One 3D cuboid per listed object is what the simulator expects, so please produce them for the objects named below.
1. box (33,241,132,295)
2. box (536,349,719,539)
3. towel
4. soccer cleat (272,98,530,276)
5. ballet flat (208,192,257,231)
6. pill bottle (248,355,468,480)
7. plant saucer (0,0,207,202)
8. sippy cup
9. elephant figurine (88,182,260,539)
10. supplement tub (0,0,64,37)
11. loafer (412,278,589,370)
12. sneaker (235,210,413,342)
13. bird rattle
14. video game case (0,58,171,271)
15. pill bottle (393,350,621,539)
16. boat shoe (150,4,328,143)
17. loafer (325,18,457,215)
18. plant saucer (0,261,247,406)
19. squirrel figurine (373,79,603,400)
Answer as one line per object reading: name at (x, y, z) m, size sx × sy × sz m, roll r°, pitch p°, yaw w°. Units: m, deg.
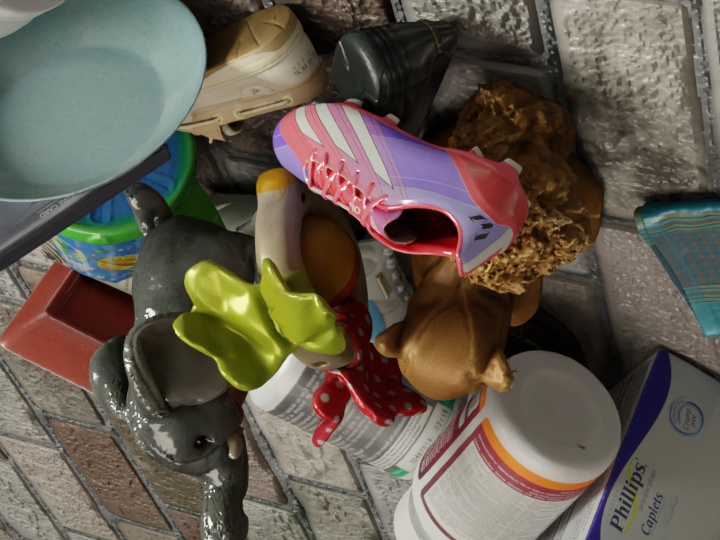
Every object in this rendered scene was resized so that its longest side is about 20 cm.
box at (-0.256, -0.058, 1.498) m, size 0.200 × 0.068 × 0.082 m, roll 22°, pitch 152°, yaw 4°
box at (0.208, 0.190, 1.429) m, size 0.105 × 0.184 × 0.200 m, roll 29°, pitch 151°, yaw -4°
towel at (0.296, 0.001, 1.222) m, size 0.200 × 0.022 × 0.147 m, roll 1°, pitch 143°, yaw 36°
soccer cleat at (0.012, -0.052, 1.117) m, size 0.200 × 0.076 × 0.067 m, roll 20°, pitch 144°, yaw 35°
ballet flat at (-0.117, -0.024, 1.462) m, size 0.069 × 0.069 × 0.200 m, roll 30°, pitch 151°, yaw -9°
pill bottle at (-0.020, 0.081, 1.485) m, size 0.200 × 0.113 × 0.113 m, roll 28°, pitch 151°, yaw -14°
plant saucer at (-0.195, -0.113, 1.226) m, size 0.201 × 0.201 × 0.039 m, roll 12°, pitch 147°, yaw 22°
sippy cup at (-0.191, -0.059, 1.386) m, size 0.130 × 0.140 × 0.178 m, roll 97°, pitch 149°, yaw -64°
elephant figurine at (-0.122, 0.072, 1.267) m, size 0.155 × 0.200 × 0.142 m, roll 17°, pitch 153°, yaw 22°
supplement tub at (-0.287, -0.213, 1.197) m, size 0.200 × 0.140 × 0.140 m, roll -5°, pitch 139°, yaw 42°
loafer at (0.100, 0.053, 1.403) m, size 0.073 × 0.071 × 0.200 m, roll -11°, pitch 134°, yaw 47°
sneaker at (0.000, 0.000, 1.387) m, size 0.081 × 0.077 × 0.200 m, roll -41°, pitch 135°, yaw 19°
bird rattle at (-0.022, 0.019, 1.211) m, size 0.113 × 0.163 × 0.200 m, roll -15°, pitch 156°, yaw 31°
video game case at (-0.243, -0.097, 1.262) m, size 0.200 × 0.143 × 0.019 m, roll 43°, pitch 159°, yaw 35°
pill bottle at (0.106, 0.156, 1.394) m, size 0.109 × 0.110 × 0.200 m, roll 28°, pitch 137°, yaw -6°
boat shoe at (-0.103, -0.122, 1.272) m, size 0.200 × 0.074 × 0.069 m, roll -11°, pitch 129°, yaw 46°
loafer at (0.016, -0.099, 1.222) m, size 0.073 × 0.072 × 0.200 m, roll 63°, pitch 159°, yaw 15°
plant saucer at (-0.178, 0.049, 1.527) m, size 0.200 × 0.200 × 0.037 m, roll 27°, pitch 116°, yaw -3°
squirrel figurine at (0.077, -0.015, 1.193) m, size 0.141 × 0.187 × 0.200 m, roll 23°, pitch 151°, yaw 5°
